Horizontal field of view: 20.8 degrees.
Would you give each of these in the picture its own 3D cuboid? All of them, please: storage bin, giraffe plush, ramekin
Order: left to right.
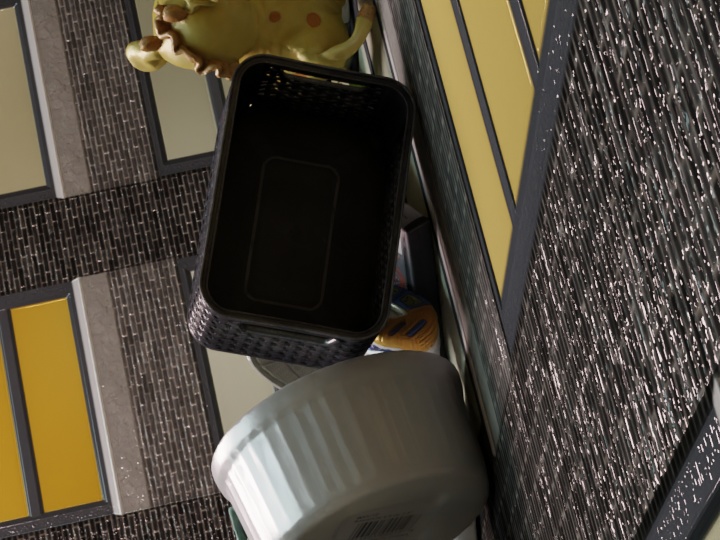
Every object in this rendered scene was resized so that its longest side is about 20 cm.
[{"bbox_3d":[-0.099,-0.198,1.582,0.173,0.162,0.200,-65,29,28],"label":"giraffe plush"},{"bbox_3d":[-0.043,-0.040,1.420,0.094,0.135,0.200,120,159,-69],"label":"storage bin"},{"bbox_3d":[-0.001,0.155,1.452,0.201,0.200,0.098,86,163,-60],"label":"ramekin"}]

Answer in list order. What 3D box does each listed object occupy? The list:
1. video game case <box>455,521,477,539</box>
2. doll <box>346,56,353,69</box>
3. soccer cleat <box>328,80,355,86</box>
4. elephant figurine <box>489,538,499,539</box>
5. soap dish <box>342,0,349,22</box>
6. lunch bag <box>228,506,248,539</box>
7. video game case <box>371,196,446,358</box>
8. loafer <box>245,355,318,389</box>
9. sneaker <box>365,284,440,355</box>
[{"bbox_3d":[0.071,0.190,1.707,0.182,0.023,0.200,82,174,-46],"label":"video game case"},{"bbox_3d":[-0.014,-0.116,1.799,0.136,0.048,0.200,-16,-85,-84],"label":"doll"},{"bbox_3d":[-0.008,-0.073,1.646,0.081,0.067,0.200,20,-126,-60],"label":"soccer cleat"},{"bbox_3d":[0.020,0.271,1.413,0.142,0.200,0.155,103,155,-79],"label":"elephant figurine"},{"bbox_3d":[-0.069,-0.321,1.754,0.157,0.081,0.200,84,172,-52],"label":"soap dish"},{"bbox_3d":[-0.025,0.232,1.767,0.122,0.170,0.200,64,178,-8],"label":"lunch bag"},{"bbox_3d":[0.000,0.000,1.587,0.181,0.025,0.200,37,147,40],"label":"video game case"},{"bbox_3d":[-0.010,0.104,1.597,0.200,0.072,0.063,40,178,-8],"label":"loafer"},{"bbox_3d":[-0.014,0.041,1.540,0.200,0.075,0.088,36,148,42],"label":"sneaker"}]
